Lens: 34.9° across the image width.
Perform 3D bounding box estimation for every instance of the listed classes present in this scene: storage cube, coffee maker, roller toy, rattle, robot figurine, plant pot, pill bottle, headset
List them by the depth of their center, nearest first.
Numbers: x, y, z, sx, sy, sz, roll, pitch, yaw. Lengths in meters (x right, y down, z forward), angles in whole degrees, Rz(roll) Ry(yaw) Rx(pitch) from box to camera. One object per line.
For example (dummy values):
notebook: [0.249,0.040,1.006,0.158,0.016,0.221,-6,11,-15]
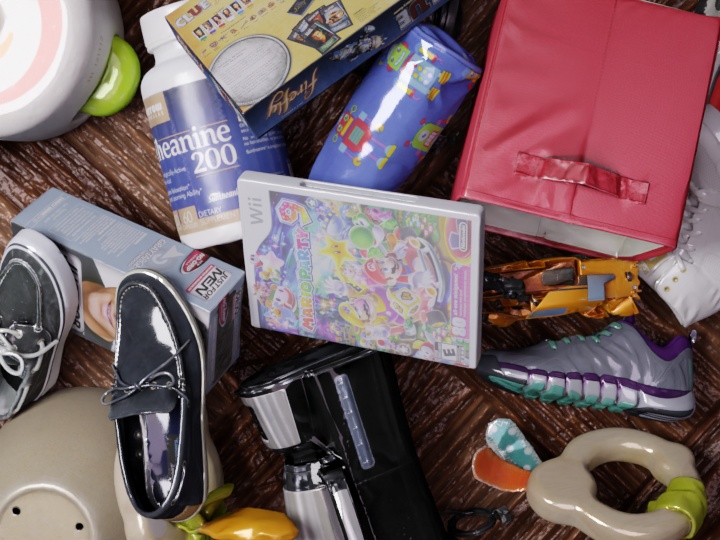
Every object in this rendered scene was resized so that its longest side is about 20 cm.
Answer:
storage cube: [0.174,-0.116,0.931,0.169,0.200,0.182,13,86,2]
roller toy: [-0.304,-0.203,0.972,0.198,0.140,0.185,-17,94,4]
robot figurine: [0.128,0.021,0.976,0.197,0.145,0.059,-6,86,-7]
rattle: [-0.134,0.136,0.978,0.129,0.142,0.202,21,58,-35]
headset: [0.035,-0.201,0.982,0.122,0.094,0.202,-17,111,4]
pill bottle: [-0.125,-0.126,0.986,0.110,0.111,0.202,-14,94,4]
coffee maker: [0.006,0.160,1.011,0.191,0.134,0.202,-20,96,-35]
plant pot: [-0.260,0.215,1.012,0.197,0.134,0.203,0,95,3]
rattle: [0.196,0.215,1.021,0.197,0.144,0.131,-1,54,2]

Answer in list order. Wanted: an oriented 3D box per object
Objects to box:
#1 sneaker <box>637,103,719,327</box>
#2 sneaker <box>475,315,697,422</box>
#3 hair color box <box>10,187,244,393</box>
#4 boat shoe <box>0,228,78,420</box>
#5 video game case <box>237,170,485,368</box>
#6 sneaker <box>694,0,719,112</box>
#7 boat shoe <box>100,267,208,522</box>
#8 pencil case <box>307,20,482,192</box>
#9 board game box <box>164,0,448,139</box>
sneaker: [0.281,-0.034,0.965,0.115,0.074,0.201,-26,124,4]
sneaker: [0.202,0.077,1.023,0.197,0.074,0.089,11,77,-5]
hair color box: [-0.200,0.017,0.983,0.198,0.061,0.100,23,132,15]
boat shoe: [-0.295,0.053,0.980,0.073,0.068,0.200,34,134,6]
video game case: [0.000,0.000,0.913,0.198,0.018,0.145,10,125,18]
sneaker: [0.320,-0.165,0.986,0.084,0.077,0.202,18,98,-9]
boat shoe: [-0.161,0.098,0.894,0.074,0.062,0.203,-8,86,21]
pencil case: [0.020,-0.107,0.937,0.078,0.086,0.201,46,114,33]
board game box: [-0.038,-0.208,0.892,0.199,0.035,0.136,-36,57,-5]
